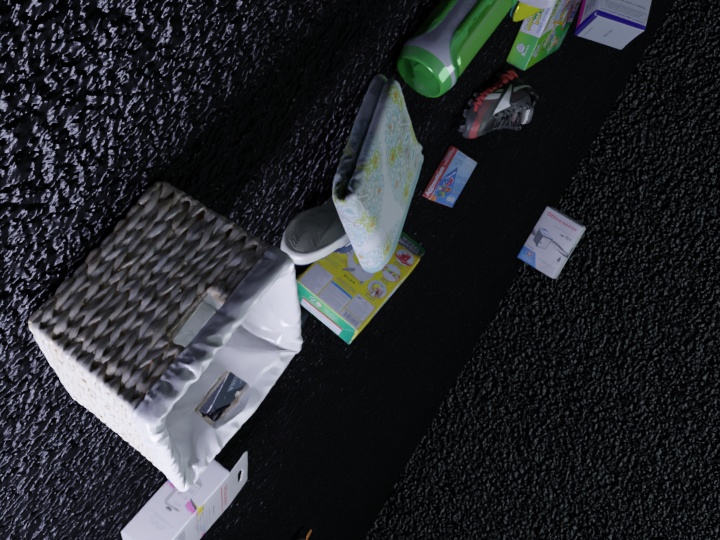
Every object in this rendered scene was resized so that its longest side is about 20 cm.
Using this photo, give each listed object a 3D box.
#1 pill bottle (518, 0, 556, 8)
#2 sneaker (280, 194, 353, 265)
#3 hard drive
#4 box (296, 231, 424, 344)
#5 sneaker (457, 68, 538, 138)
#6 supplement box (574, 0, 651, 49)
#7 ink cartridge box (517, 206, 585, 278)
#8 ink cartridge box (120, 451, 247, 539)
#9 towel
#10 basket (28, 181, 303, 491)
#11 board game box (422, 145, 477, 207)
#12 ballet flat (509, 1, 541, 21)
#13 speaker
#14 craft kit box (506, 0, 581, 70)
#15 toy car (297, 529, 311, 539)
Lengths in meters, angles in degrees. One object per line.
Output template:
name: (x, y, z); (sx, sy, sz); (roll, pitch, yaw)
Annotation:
pill bottle: (0.269, -0.477, 1.347); (0.201, 0.114, 0.114); (-58, 165, 0)
sneaker: (-0.039, -0.045, 1.290); (0.200, 0.075, 0.085); (-43, 155, -46)
hard drive: (-0.147, 0.115, 1.350); (0.140, 0.033, 0.200); (-62, 165, 13)
box: (0.000, 0.000, 1.428); (0.200, 0.117, 0.048); (-47, 174, -35)
sneaker: (0.247, -0.281, 1.709); (0.200, 0.098, 0.071); (-43, 162, -40)
supplement box: (0.478, -0.529, 1.800); (0.101, 0.103, 0.201); (144, -39, -78)
ink cartridge box: (0.641, -0.095, 3.277); (0.201, 0.146, 0.086); (-62, 163, 12)
ink cartridge box: (-0.248, 0.337, 1.405); (0.200, 0.067, 0.117); (-47, 162, -31)
towel: (0.022, -0.122, 1.240); (0.171, 0.048, 0.201); (61, 42, -55)
basket: (-0.172, 0.062, 0.906); (0.198, 0.160, 0.200); (-52, 165, -23)
board game box: (0.170, -0.173, 1.827); (0.103, 0.019, 0.200); (-62, 165, 7)
ballet flat: (0.322, -0.485, 1.595); (0.201, 0.067, 0.067); (-58, 166, -1)
speaker: (0.131, -0.321, 1.271); (0.200, 0.088, 0.089); (-53, 165, -18)
craft kit box: (0.352, -0.478, 1.761); (0.197, 0.048, 0.201); (-35, 153, -51)
toy car: (-0.146, 0.742, 2.458); (0.177, 0.183, 0.201); (98, -1, -56)
